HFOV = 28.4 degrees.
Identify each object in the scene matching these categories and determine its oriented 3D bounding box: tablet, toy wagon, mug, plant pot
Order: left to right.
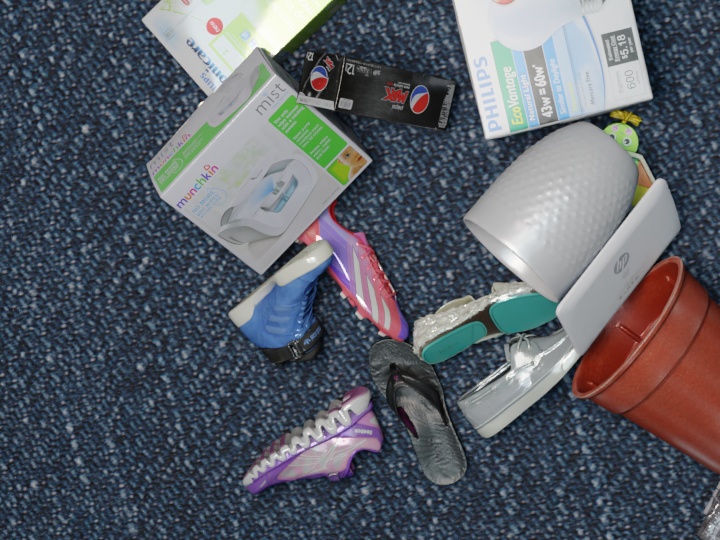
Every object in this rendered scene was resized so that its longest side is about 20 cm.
[{"bbox_3d":[0.245,-0.061,1.646,0.176,0.148,0.200,-48,118,-2],"label":"mug"},{"bbox_3d":[0.290,-0.096,1.717,0.154,0.040,0.201,17,97,5],"label":"toy wagon"},{"bbox_3d":[0.301,-0.002,1.648,0.014,0.130,0.200,33,80,32],"label":"tablet"},{"bbox_3d":[0.384,0.121,1.658,0.195,0.201,0.201,36,99,-5],"label":"plant pot"}]

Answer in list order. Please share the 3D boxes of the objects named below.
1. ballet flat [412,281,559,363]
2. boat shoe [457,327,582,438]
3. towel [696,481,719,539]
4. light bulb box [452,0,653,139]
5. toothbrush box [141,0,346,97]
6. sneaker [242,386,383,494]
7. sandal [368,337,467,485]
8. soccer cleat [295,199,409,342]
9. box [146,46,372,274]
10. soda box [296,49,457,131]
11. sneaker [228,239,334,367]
[{"bbox_3d":[0.151,0.048,1.737,0.199,0.072,0.072,-21,92,8],"label":"ballet flat"},{"bbox_3d":[0.200,0.117,1.733,0.072,0.070,0.201,45,102,-4],"label":"boat shoe"},{"bbox_3d":[0.513,0.278,1.699,0.165,0.086,0.201,27,98,5],"label":"towel"},{"bbox_3d":[0.220,-0.270,1.668,0.199,0.125,0.200,-14,93,8],"label":"light bulb box"},{"bbox_3d":[-0.139,-0.316,1.732,0.200,0.086,0.146,-41,89,11],"label":"toothbrush box"},{"bbox_3d":[-0.053,0.232,1.777,0.200,0.081,0.089,-33,98,8],"label":"sneaker"},{"bbox_3d":[0.075,0.173,1.766,0.075,0.048,0.201,-28,91,9],"label":"sandal"},{"bbox_3d":[0.000,0.000,1.755,0.076,0.067,0.200,-42,86,4],"label":"soccer cleat"},{"bbox_3d":[-0.122,-0.131,1.704,0.200,0.097,0.176,-44,125,9],"label":"box"},{"bbox_3d":[0.021,-0.209,1.664,0.071,0.199,0.064,17,98,43],"label":"soda box"},{"bbox_3d":[-0.070,0.047,1.731,0.111,0.077,0.200,50,132,-3],"label":"sneaker"}]
